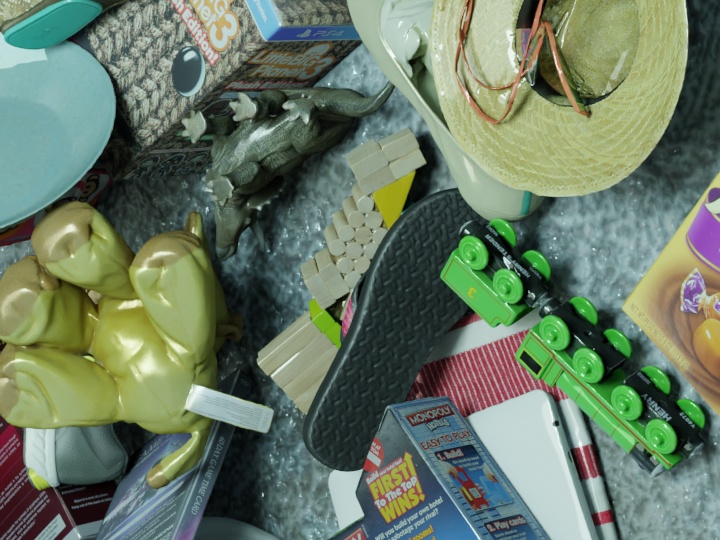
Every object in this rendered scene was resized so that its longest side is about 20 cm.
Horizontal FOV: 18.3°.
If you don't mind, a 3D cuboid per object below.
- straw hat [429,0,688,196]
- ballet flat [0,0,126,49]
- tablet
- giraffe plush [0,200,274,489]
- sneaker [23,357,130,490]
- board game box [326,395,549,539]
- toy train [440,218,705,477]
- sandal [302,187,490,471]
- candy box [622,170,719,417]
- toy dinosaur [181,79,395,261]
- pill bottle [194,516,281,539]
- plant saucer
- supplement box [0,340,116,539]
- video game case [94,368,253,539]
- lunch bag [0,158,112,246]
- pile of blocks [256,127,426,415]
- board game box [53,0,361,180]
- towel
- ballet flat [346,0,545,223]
[{"bbox_3d":[0.138,-0.138,1.299,0.201,0.085,0.202,7,100,47],"label":"straw hat"},{"bbox_3d":[-0.171,-0.202,1.456,0.199,0.070,0.066,-15,72,39],"label":"ballet flat"},{"bbox_3d":[0.064,0.164,1.425,0.200,0.014,0.131,-25,78,40],"label":"tablet"},{"bbox_3d":[-0.143,0.032,1.520,0.200,0.162,0.173,33,107,-8],"label":"giraffe plush"},{"bbox_3d":[-0.200,0.065,1.653,0.074,0.084,0.201,110,164,-80],"label":"sneaker"},{"bbox_3d":[0.043,0.192,1.397,0.200,0.062,0.201,-36,70,38],"label":"board game box"},{"bbox_3d":[0.126,0.048,1.349,0.200,0.042,0.056,45,138,17],"label":"toy train"},{"bbox_3d":[0.020,0.031,1.419,0.201,0.075,0.045,-61,22,7],"label":"sandal"},{"bbox_3d":[0.245,-0.013,1.238,0.117,0.056,0.200,50,124,27],"label":"candy box"},{"bbox_3d":[-0.052,-0.091,1.477,0.200,0.102,0.077,-42,78,22],"label":"toy dinosaur"},{"bbox_3d":[-0.112,0.283,1.567,0.109,0.108,0.201,35,118,34],"label":"pill bottle"},{"bbox_3d":[-0.257,-0.082,1.492,0.201,0.201,0.039,34,152,34],"label":"plant saucer"},{"bbox_3d":[-0.264,0.144,1.719,0.109,0.061,0.201,-45,67,36],"label":"supplement box"},{"bbox_3d":[-0.145,0.172,1.547,0.019,0.200,0.143,38,130,-16],"label":"video game case"},{"bbox_3d":[-0.289,-0.103,1.614,0.177,0.199,0.082,56,134,22],"label":"lunch bag"},{"bbox_3d":[0.000,0.000,1.468,0.062,0.082,0.201,-110,45,-75],"label":"pile of blocks"},{"bbox_3d":[-0.109,-0.180,1.510,0.200,0.097,0.160,-38,70,39],"label":"board game box"},{"bbox_3d":[0.090,0.126,1.420,0.144,0.023,0.201,-21,81,41],"label":"towel"},{"bbox_3d":[0.057,-0.123,1.384,0.069,0.069,0.200,-43,73,37],"label":"ballet flat"}]
